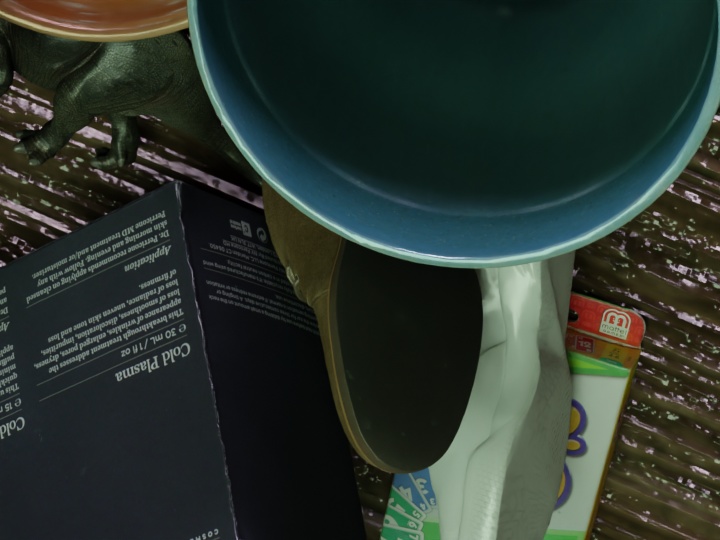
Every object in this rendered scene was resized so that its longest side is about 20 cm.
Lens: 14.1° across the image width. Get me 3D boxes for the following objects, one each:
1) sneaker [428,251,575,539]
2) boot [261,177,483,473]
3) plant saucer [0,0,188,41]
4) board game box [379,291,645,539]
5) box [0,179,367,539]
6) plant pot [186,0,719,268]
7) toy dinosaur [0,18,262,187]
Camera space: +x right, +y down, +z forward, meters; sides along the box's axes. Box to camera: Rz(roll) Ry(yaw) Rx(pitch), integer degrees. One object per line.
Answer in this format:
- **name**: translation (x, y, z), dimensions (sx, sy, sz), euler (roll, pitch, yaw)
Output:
- **sneaker**: translation (0.043, 0.043, 1.274), dimensions (0.088, 0.075, 0.201), euler (4, 86, 22)
- **boot**: translation (0.000, 0.000, 1.242), dimensions (0.073, 0.201, 0.075), euler (13, 149, -34)
- **plant saucer**: translation (-0.106, -0.197, 1.208), dimensions (0.199, 0.037, 0.201), euler (-1, 104, -3)
- **board game box**: translation (0.065, 0.093, 1.347), dimensions (0.095, 0.030, 0.201), euler (17, 119, 9)
- **box**: translation (-0.113, 0.089, 1.304), dimensions (0.199, 0.104, 0.183), euler (-24, 63, 29)
- **plant pot**: translation (0.051, -0.132, 1.128), dimensions (0.199, 0.188, 0.201), euler (5, 118, 9)
- **toy dinosaur**: translation (-0.123, -0.097, 1.280), dimensions (0.200, 0.077, 0.102), euler (39, 129, -1)
